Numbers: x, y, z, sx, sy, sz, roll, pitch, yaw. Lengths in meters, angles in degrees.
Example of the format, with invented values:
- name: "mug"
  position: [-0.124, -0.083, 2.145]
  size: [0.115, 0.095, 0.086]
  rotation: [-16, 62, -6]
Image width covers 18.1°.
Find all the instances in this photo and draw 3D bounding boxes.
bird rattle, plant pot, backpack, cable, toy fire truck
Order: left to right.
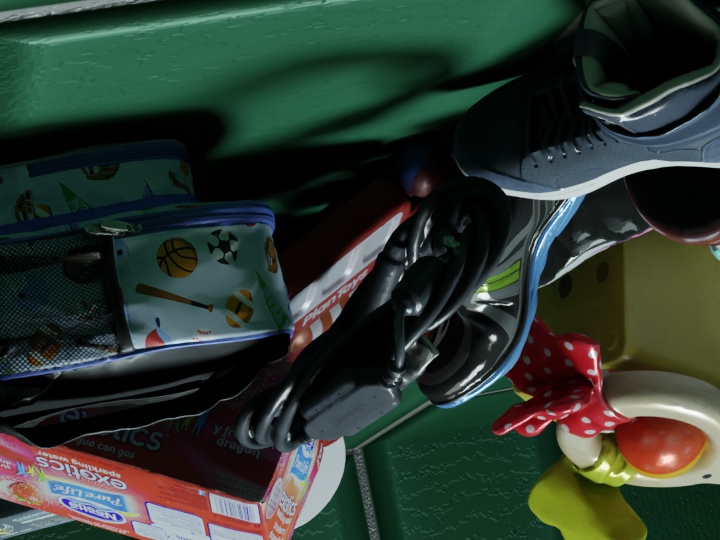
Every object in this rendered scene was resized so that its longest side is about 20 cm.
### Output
- name: "backpack"
  position: [-0.132, 0.013, 1.202]
  size: [0.189, 0.155, 0.200]
  rotation: [-3, 177, -12]
- name: "toy fire truck"
  position: [0.000, 0.000, 1.372]
  size: [0.200, 0.112, 0.168]
  rotation: [-37, 164, -29]
- name: "cable"
  position: [0.004, 0.025, 1.197]
  size: [0.200, 0.051, 0.164]
  rotation: [-40, -164, 52]
- name: "bird rattle"
  position: [0.180, 0.101, 1.543]
  size: [0.162, 0.113, 0.201]
  rotation: [-3, 138, 12]
- name: "plant pot"
  position: [0.217, 0.027, 1.644]
  size: [0.175, 0.202, 0.200]
  rotation: [11, 161, -31]

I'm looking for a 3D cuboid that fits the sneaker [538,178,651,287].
- name: "sneaker"
  position: [0.152, -0.040, 1.486]
  size: [0.086, 0.081, 0.199]
  rotation: [-18, -177, -44]

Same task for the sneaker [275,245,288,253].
- name: "sneaker"
  position: [0.011, 0.018, 1.562]
  size: [0.198, 0.081, 0.146]
  rotation: [-1, -168, 6]

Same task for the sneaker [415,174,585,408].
- name: "sneaker"
  position: [0.070, -0.013, 1.327]
  size: [0.082, 0.201, 0.071]
  rotation: [7, -152, -28]

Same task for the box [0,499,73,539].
- name: "box"
  position: [-0.195, 0.088, 1.543]
  size: [0.199, 0.159, 0.051]
  rotation: [-17, 156, 32]

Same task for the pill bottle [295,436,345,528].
- name: "pill bottle"
  position: [-0.098, 0.100, 1.585]
  size: [0.113, 0.114, 0.200]
  rotation: [-7, -158, -29]

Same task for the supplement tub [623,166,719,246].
- name: "supplement tub"
  position: [0.250, -0.069, 1.318]
  size: [0.199, 0.108, 0.107]
  rotation: [-3, 168, -45]

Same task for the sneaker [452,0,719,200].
- name: "sneaker"
  position: [0.112, -0.090, 1.136]
  size: [0.201, 0.078, 0.146]
  rotation: [-7, 166, 31]

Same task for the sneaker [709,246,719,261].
- name: "sneaker"
  position: [0.244, -0.032, 1.457]
  size: [0.088, 0.076, 0.199]
  rotation: [-34, -151, -32]

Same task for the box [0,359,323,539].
- name: "box"
  position: [-0.129, 0.094, 1.325]
  size: [0.199, 0.096, 0.100]
  rotation: [14, 149, 13]
